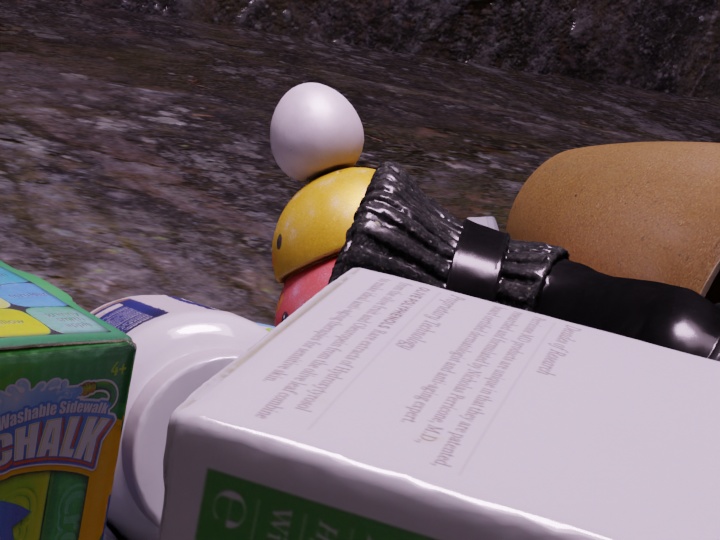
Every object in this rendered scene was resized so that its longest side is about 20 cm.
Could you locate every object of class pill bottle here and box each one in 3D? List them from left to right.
[{"bbox_3d":[-0.082,0.072,0.785,0.110,0.112,0.200,7,0,-18],"label":"pill bottle"}]

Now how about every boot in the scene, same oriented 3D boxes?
[{"bbox_3d":[0.066,0.018,0.714,0.157,0.080,0.211,29,-4,-7],"label":"boot"}]

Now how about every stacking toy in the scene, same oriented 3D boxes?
[{"bbox_3d":[0.000,0.000,0.868,0.145,0.201,0.146,-19,-9,-3],"label":"stacking toy"}]

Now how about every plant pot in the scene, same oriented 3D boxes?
[{"bbox_3d":[0.172,0.006,0.915,0.185,0.188,0.200,1,18,-35],"label":"plant pot"}]

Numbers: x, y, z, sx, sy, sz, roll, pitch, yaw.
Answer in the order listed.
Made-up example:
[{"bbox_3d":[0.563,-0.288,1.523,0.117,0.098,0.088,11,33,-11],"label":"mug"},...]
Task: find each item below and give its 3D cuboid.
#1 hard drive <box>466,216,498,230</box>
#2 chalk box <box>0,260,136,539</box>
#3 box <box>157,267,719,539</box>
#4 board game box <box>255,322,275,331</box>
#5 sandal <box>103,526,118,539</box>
[{"bbox_3d":[0.075,0.042,1.019,0.026,0.133,0.200,-2,7,4],"label":"hard drive"},{"bbox_3d":[-0.175,0.061,0.653,0.124,0.201,0.124,-4,22,-45],"label":"chalk box"},{"bbox_3d":[0.032,0.130,0.558,0.170,0.200,0.200,15,16,12],"label":"box"},{"bbox_3d":[-0.041,0.081,1.021,0.133,0.034,0.200,12,14,1],"label":"board game box"},{"bbox_3d":[-0.147,0.115,0.773,0.043,0.076,0.200,-41,31,-14],"label":"sandal"}]
